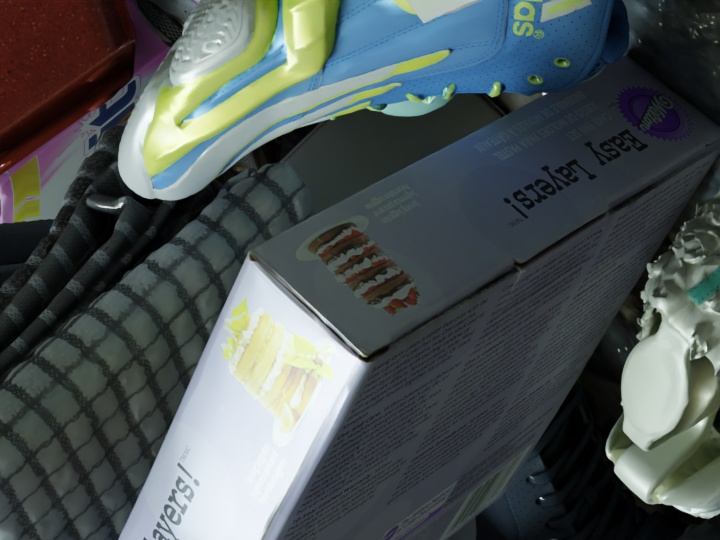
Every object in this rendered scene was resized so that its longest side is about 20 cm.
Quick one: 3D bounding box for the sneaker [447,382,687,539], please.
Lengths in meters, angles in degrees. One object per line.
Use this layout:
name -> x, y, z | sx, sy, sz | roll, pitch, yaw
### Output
sneaker -> 0.101, 0.096, 0.885 | 0.145, 0.077, 0.203 | 26, 143, 27

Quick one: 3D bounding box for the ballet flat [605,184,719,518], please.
ballet flat -> 0.112, 0.042, 0.774 | 0.072, 0.072, 0.201 | 38, 158, 23

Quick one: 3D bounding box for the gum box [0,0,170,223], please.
gum box -> -0.140, -0.058, 1.021 | 0.066, 0.113, 0.200 | 43, 159, 9

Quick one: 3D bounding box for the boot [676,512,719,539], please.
boot -> 0.162, 0.157, 0.814 | 0.168, 0.077, 0.200 | 45, 144, -12

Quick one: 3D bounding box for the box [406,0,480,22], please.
box -> 0.017, -0.175, 0.508 | 0.200, 0.109, 0.128 | 52, 159, -12

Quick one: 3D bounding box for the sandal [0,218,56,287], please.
sandal -> -0.120, 0.008, 0.812 | 0.076, 0.199, 0.043 | -18, 84, 45

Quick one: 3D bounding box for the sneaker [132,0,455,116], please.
sneaker -> -0.031, -0.103, 0.795 | 0.200, 0.077, 0.140 | 49, 163, 23

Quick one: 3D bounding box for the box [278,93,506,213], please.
box -> 0.000, 0.000, 0.879 | 0.078, 0.095, 0.200 | 44, 158, 5

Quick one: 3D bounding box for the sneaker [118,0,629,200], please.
sneaker -> 0.014, -0.069, 0.657 | 0.105, 0.076, 0.200 | 37, 124, -11

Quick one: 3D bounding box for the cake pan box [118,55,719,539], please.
cake pan box -> 0.015, 0.037, 0.707 | 0.052, 0.199, 0.185 | 43, 134, 16

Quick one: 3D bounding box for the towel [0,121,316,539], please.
towel -> -0.079, 0.065, 0.785 | 0.085, 0.166, 0.201 | 29, 154, 34

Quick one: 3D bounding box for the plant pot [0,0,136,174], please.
plant pot -> -0.183, -0.109, 0.816 | 0.177, 0.199, 0.200 | 54, 174, -3

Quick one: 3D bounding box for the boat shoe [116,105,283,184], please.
boat shoe -> -0.066, -0.050, 0.933 | 0.075, 0.072, 0.200 | 17, 164, -4
